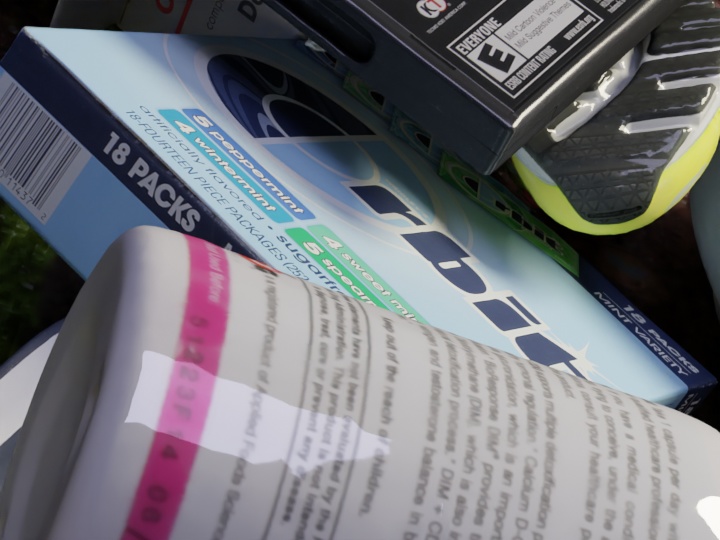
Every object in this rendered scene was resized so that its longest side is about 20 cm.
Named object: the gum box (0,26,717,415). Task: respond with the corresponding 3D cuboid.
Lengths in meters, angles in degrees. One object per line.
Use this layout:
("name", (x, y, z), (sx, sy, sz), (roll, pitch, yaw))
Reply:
("gum box", (0.000, 0.000, 0.787), (0.170, 0.045, 0.200), (43, 20, 17))

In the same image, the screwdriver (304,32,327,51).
("screwdriver", (0.012, -0.066, 0.858), (0.200, 0.028, 0.029), (-31, 101, -75))

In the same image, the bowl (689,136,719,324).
("bowl", (0.180, -0.001, 0.894), (0.201, 0.090, 0.201), (21, 43, -22))

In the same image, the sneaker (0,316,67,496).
("sneaker", (-0.064, 0.096, 0.689), (0.146, 0.077, 0.202), (41, 39, 9))

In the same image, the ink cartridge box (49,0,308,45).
("ink cartridge box", (-0.008, -0.123, 0.906), (0.067, 0.117, 0.200), (41, 44, 15))

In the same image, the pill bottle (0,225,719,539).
("pill bottle", (0.021, 0.073, 0.616), (0.200, 0.113, 0.113), (19, 42, -13))

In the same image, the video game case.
("video game case", (0.022, -0.133, 0.825), (0.181, 0.026, 0.200), (39, 44, 10))

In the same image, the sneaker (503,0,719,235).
("sneaker", (0.079, -0.048, 0.874), (0.078, 0.090, 0.200), (-3, 24, 3))
